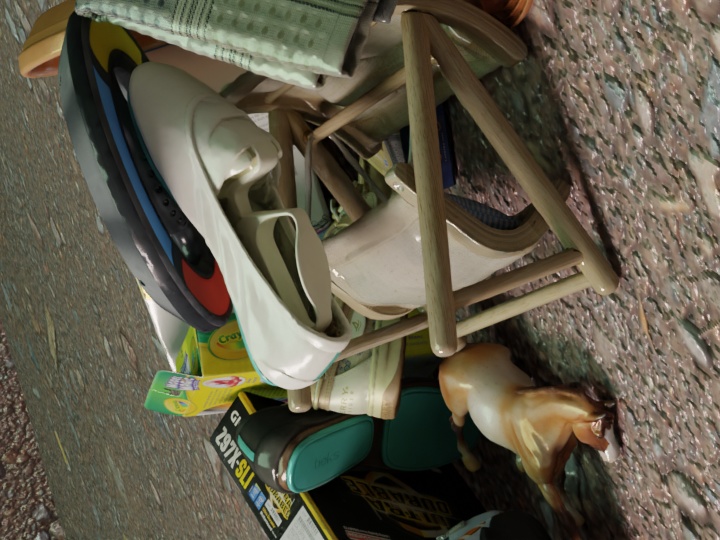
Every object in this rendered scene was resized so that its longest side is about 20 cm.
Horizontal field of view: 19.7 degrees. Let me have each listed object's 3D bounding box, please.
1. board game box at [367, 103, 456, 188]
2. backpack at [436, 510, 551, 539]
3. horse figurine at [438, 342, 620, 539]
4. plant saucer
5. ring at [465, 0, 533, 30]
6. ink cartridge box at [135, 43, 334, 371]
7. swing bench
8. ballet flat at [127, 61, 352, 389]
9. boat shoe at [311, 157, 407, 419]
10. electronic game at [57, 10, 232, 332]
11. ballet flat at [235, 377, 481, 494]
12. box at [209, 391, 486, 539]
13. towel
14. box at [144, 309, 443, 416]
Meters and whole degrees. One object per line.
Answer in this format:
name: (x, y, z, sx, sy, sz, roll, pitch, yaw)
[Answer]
board game box: (-0.005, -0.146, 1.345, 0.200, 0.034, 0.136, 46, 151, 54)
backpack: (0.065, 0.256, 1.282, 0.201, 0.190, 0.154, 55, -171, -12)
horse figurine: (0.096, 0.095, 1.287, 0.200, 0.050, 0.133, 43, 156, 51)
plant saucer: (-0.148, -0.183, 1.467, 0.200, 0.199, 0.038, 172, 80, -73)
ring: (0.043, -0.225, 1.134, 0.201, 0.019, 0.201, 56, 159, 35)
ink cartridge box: (-0.104, -0.052, 1.506, 0.145, 0.146, 0.201, -114, 6, -63)
swing bench: (0.017, -0.045, 1.186, 0.199, 0.129, 0.201, -26, 84, 62)
ballet flat: (-0.059, -0.034, 1.138, 0.201, 0.069, 0.069, 65, 163, 4)
boat shoe: (0.000, 0.000, 1.338, 0.073, 0.062, 0.201, 93, 180, -55)
electronic game: (-0.120, -0.059, 1.203, 0.200, 0.041, 0.201, -22, -90, -82)
ballet flat: (-0.003, 0.099, 1.364, 0.068, 0.199, 0.068, 25, 109, 38)
box: (0.010, 0.166, 1.415, 0.049, 0.199, 0.160, -56, 43, 17)
towel: (-0.045, -0.201, 1.090, 0.199, 0.194, 0.034, 19, 176, 36)
box: (-0.048, 0.060, 1.430, 0.117, 0.199, 0.049, 124, 137, -69)
